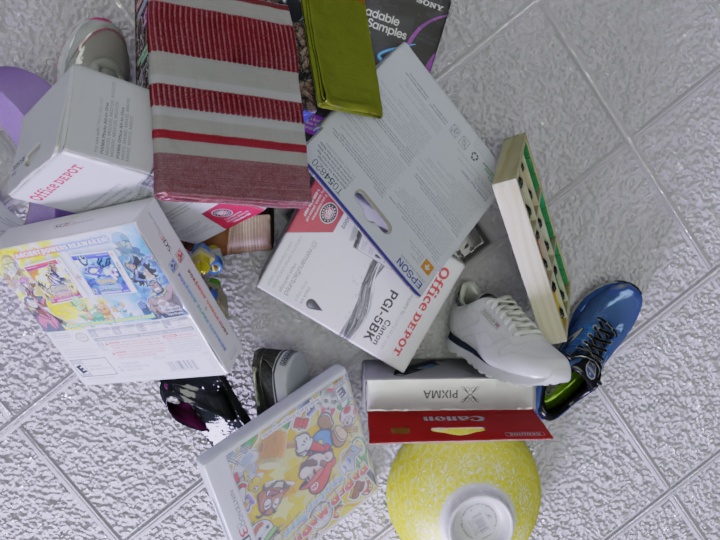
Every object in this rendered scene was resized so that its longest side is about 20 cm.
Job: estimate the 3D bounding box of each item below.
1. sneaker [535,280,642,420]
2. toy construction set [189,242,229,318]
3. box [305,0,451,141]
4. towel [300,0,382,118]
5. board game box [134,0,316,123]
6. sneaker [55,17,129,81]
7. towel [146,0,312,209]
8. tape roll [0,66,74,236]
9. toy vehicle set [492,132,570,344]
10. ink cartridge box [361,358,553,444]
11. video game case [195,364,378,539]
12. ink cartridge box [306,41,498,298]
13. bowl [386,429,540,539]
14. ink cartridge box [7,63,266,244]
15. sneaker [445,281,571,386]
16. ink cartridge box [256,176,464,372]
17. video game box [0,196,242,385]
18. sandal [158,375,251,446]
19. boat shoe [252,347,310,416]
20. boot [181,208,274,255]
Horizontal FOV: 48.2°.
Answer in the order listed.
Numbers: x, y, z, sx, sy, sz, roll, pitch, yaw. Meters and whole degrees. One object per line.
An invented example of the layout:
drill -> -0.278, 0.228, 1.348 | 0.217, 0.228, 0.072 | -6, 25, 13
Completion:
sneaker -> 0.273, 0.103, 0.963 | 0.078, 0.089, 0.201 | 36, 95, -11
toy construction set -> -0.230, 0.044, 0.901 | 0.196, 0.093, 0.132 | -13, 134, 14
box -> 0.008, -0.229, 0.915 | 0.140, 0.036, 0.204 | 16, 96, -8
towel -> -0.021, -0.256, 0.816 | 0.085, 0.018, 0.205 | 1, 75, -39
board game box -> -0.137, -0.242, 0.806 | 0.156, 0.096, 0.205 | 3, 73, -29
sneaker -> -0.270, -0.163, 0.862 | 0.080, 0.087, 0.205 | -11, 111, -48
towel -> -0.118, -0.154, 0.718 | 0.141, 0.023, 0.205 | 2, 73, -29
tape roll -> -0.372, -0.104, 0.839 | 0.196, 0.066, 0.205 | 9, 112, 23
toy vehicle set -> 0.194, -0.036, 0.896 | 0.026, 0.125, 0.203 | -12, 117, 23
ink cartridge box -> 0.101, 0.141, 0.904 | 0.195, 0.176, 0.046 | -1, 98, -2
video game case -> -0.074, 0.234, 0.918 | 0.198, 0.023, 0.185 | -31, 119, -31
ink cartridge box -> 0.045, -0.106, 0.859 | 0.200, 0.040, 0.201 | 49, 61, -13
bowl -> 0.133, 0.286, 0.970 | 0.195, 0.108, 0.205 | -1, 100, -5
ink cartridge box -> -0.203, -0.099, 0.749 | 0.197, 0.144, 0.085 | 15, 70, -38
sneaker -> 0.160, 0.071, 0.895 | 0.075, 0.199, 0.082 | 5, 100, -29
ink cartridge box -> 0.000, 0.000, 0.925 | 0.197, 0.083, 0.149 | 30, 94, -8
video game box -> -0.239, 0.029, 0.786 | 0.196, 0.047, 0.184 | -7, 128, 27
sandal -> -0.172, 0.152, 0.889 | 0.074, 0.048, 0.202 | -24, 114, 26
boat shoe -> -0.091, 0.186, 0.961 | 0.062, 0.070, 0.205 | 5, 109, 27
boot -> -0.175, -0.117, 0.905 | 0.151, 0.077, 0.205 | 1, 106, -1
